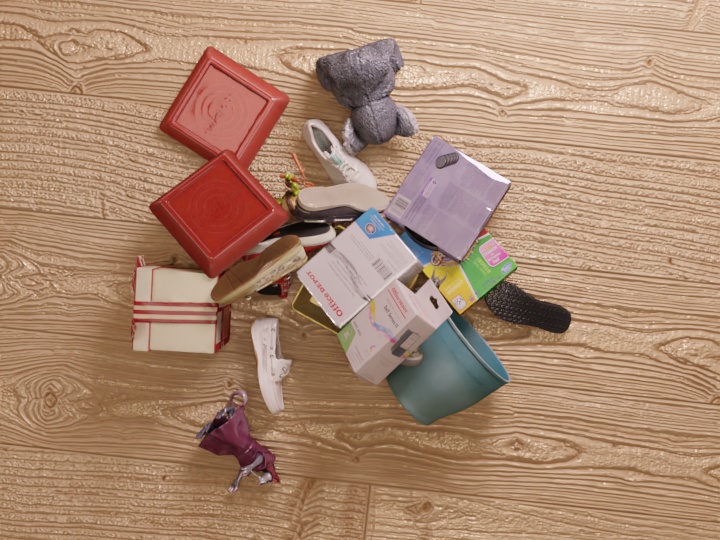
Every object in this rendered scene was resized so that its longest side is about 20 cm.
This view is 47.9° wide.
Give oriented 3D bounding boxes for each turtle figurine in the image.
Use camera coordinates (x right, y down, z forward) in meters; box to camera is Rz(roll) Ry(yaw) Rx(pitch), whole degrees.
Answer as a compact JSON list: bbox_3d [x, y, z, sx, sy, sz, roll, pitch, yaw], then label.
[{"bbox_3d":[-0.148,-0.138,1.641,0.161,0.064,0.200,-19,123,9],"label":"turtle figurine"}]

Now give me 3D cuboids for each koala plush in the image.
[{"bbox_3d":[0.015,-0.335,1.585,0.177,0.184,0.200,-15,106,3],"label":"koala plush"}]

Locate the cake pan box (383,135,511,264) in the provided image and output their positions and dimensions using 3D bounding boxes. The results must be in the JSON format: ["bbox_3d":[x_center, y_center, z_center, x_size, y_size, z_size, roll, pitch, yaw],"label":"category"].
[{"bbox_3d":[0.170,-0.136,1.605,0.184,0.052,0.200,31,85,14],"label":"cake pan box"}]

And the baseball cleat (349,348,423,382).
[{"bbox_3d":[0.048,0.175,1.581,0.070,0.200,0.107,-8,106,-37],"label":"baseball cleat"}]

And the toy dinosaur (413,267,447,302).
[{"bbox_3d":[0.090,0.076,1.601,0.200,0.102,0.077,-20,119,40],"label":"toy dinosaur"}]

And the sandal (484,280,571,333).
[{"bbox_3d":[0.336,0.078,1.669,0.200,0.048,0.075,24,94,-13],"label":"sandal"}]

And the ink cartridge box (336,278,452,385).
[{"bbox_3d":[0.060,0.099,1.492,0.200,0.117,0.067,-45,128,11],"label":"ink cartridge box"}]

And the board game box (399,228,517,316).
[{"bbox_3d":[0.193,-0.032,1.629,0.153,0.040,0.200,-40,77,-1],"label":"board game box"}]

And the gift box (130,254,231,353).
[{"bbox_3d":[-0.363,0.065,1.606,0.186,0.200,0.185,3,89,2],"label":"gift box"}]

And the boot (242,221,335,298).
[{"bbox_3d":[-0.132,-0.017,1.638,0.200,0.072,0.144,-11,119,13],"label":"boot"}]

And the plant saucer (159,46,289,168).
[{"bbox_3d":[-0.278,-0.320,1.642,0.200,0.037,0.200,33,95,-2],"label":"plant saucer"}]

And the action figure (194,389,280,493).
[{"bbox_3d":[-0.238,0.373,1.693,0.200,0.134,0.149,41,52,-14],"label":"action figure"}]

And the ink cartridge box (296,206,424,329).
[{"bbox_3d":[0.000,0.000,1.579,0.200,0.084,0.145,-40,73,4],"label":"ink cartridge box"}]

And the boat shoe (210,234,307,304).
[{"bbox_3d":[-0.189,0.011,1.539,0.200,0.073,0.063,-33,129,-10],"label":"boat shoe"}]

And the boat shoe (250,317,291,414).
[{"bbox_3d":[-0.176,0.196,1.672,0.069,0.071,0.200,-11,93,4],"label":"boat shoe"}]

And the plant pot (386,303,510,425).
[{"bbox_3d":[0.162,0.201,1.612,0.188,0.200,0.200,-42,93,11],"label":"plant pot"}]

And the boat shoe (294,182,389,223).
[{"bbox_3d":[-0.038,-0.127,1.606,0.200,0.063,0.073,-3,53,-27],"label":"boat shoe"}]

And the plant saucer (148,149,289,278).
[{"bbox_3d":[-0.273,-0.119,1.561,0.200,0.037,0.200,-39,77,-15],"label":"plant saucer"}]

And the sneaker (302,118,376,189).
[{"bbox_3d":[-0.045,-0.218,1.625,0.075,0.088,0.200,-43,97,3],"label":"sneaker"}]

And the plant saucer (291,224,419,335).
[{"bbox_3d":[-0.011,0.037,1.667,0.200,0.048,0.200,29,95,-1],"label":"plant saucer"}]
